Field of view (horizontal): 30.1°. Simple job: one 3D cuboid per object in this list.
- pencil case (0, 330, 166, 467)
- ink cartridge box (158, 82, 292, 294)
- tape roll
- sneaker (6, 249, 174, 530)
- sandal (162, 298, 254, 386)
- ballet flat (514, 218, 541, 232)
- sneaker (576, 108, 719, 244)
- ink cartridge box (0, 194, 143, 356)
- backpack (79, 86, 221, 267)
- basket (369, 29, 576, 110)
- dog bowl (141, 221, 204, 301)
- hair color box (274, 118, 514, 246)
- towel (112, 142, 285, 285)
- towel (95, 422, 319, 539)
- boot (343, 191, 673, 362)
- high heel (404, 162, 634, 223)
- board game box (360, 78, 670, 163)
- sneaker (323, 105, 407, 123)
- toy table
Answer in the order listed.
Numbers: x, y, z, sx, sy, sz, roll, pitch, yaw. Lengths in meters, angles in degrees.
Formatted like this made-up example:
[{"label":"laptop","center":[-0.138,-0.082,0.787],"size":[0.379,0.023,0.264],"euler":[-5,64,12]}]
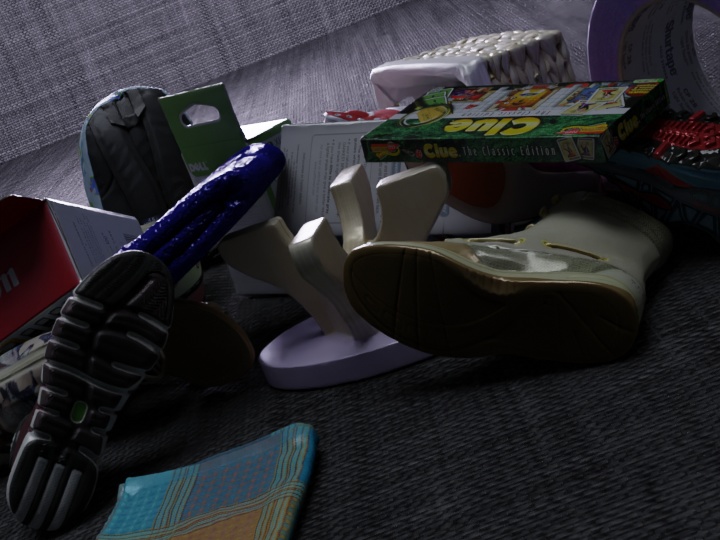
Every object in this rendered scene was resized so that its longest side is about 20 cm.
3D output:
[{"label":"pencil case","center":[-0.254,0.091,1.042],"size":[0.198,0.090,0.078],"euler":[-28,46,15]},{"label":"ink cartridge box","center":[-0.098,-0.079,1.216],"size":[0.059,0.202,0.103],"euler":[-34,21,-36]},{"label":"tape roll","center":[0.261,-0.144,0.955],"size":[0.084,0.202,0.199],"euler":[-28,17,-27]},{"label":"sneaker","center":[-0.204,0.080,0.954],"size":[0.202,0.075,0.115],"euler":[-66,19,-13]},{"label":"sandal","center":[-0.143,0.049,1.091],"size":[0.210,0.078,0.070],"euler":[-14,19,45]},{"label":"ballet flat","center":[0.062,-0.053,1.171],"size":[0.198,0.070,0.069],"euler":[-10,19,34]},{"label":"sneaker","center":[0.203,-0.065,0.954],"size":[0.079,0.097,0.199],"euler":[-31,33,-24]},{"label":"ink cartridge box","center":[-0.290,0.032,1.109],"size":[0.199,0.085,0.175],"euler":[-34,-18,18]},{"label":"backpack","center":[-0.229,-0.097,1.450],"size":[0.162,0.202,0.154],"euler":[-26,15,-12]},{"label":"basket","center":[0.117,-0.154,1.306],"size":[0.122,0.137,0.199],"euler":[-23,16,-21]},{"label":"dog bowl","center":[-0.239,0.023,1.305],"size":[0.198,0.075,0.200],"euler":[-20,17,6]},{"label":"hair color box","center":[0.029,-0.072,1.121],"size":[0.197,0.101,0.060],"euler":[0,-10,26]},{"label":"towel","center":[-0.130,-0.041,1.051],"size":[0.148,0.050,0.200],"euler":[-45,6,10]},{"label":"towel","center":[-0.102,0.158,0.786],"size":[0.145,0.022,0.200],"euler":[-19,17,13]},{"label":"boot","center":[0.102,-0.004,0.902],"size":[0.197,0.073,0.155],"euler":[7,26,22]},{"label":"high heel","center":[0.126,-0.076,1.051],"size":[0.197,0.068,0.096],"euler":[16,21,-10]},{"label":"board game box","center":[0.107,-0.105,0.949],"size":[0.198,0.024,0.105],"euler":[4,32,38]},{"label":"sneaker","center":[0.035,-0.112,1.214],"size":[0.111,0.072,0.199],"euler":[-11,13,-27]},{"label":"toy table","center":[0.000,0.000,0.990],"size":[0.198,0.118,0.184],"euler":[-21,16,7]}]
